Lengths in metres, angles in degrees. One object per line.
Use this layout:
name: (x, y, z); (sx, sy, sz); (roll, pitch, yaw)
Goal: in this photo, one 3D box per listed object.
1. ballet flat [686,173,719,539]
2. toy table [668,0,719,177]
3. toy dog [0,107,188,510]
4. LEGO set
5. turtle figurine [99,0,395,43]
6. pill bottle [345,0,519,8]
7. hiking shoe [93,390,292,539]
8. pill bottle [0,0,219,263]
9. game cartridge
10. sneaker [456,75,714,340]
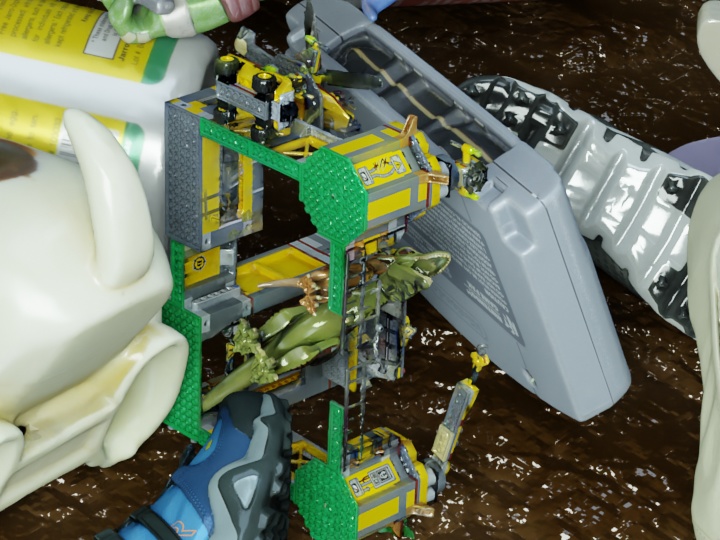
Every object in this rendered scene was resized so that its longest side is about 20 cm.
ballet flat: (0.170, 0.032, 1.188); (0.069, 0.069, 0.200); (6, 60, -7)
toy table: (0.240, -0.057, 1.343); (0.200, 0.117, 0.184); (3, 37, -10)
toy dog: (-0.175, -0.016, 1.107); (0.200, 0.194, 0.140); (43, 54, 17)
LEGO set: (0.000, 0.000, 1.157); (0.116, 0.200, 0.154); (-21, 27, -39)
turtle figurine: (-0.073, -0.170, 1.181); (0.200, 0.144, 0.194); (47, 1, 7)
pill bottle: (0.031, -0.189, 1.468); (0.200, 0.112, 0.112); (-5, 39, -21)
hiking shoe: (-0.079, 0.111, 1.051); (0.087, 0.074, 0.200); (13, 43, 8)
pill bottle: (-0.169, -0.067, 1.250); (0.200, 0.113, 0.113); (12, 36, 1)
game cartridge: (0.041, -0.024, 1.226); (0.040, 0.133, 0.200); (-30, 40, -15)
sneaker: (0.125, -0.026, 1.307); (0.200, 0.067, 0.091); (31, 8, 2)
